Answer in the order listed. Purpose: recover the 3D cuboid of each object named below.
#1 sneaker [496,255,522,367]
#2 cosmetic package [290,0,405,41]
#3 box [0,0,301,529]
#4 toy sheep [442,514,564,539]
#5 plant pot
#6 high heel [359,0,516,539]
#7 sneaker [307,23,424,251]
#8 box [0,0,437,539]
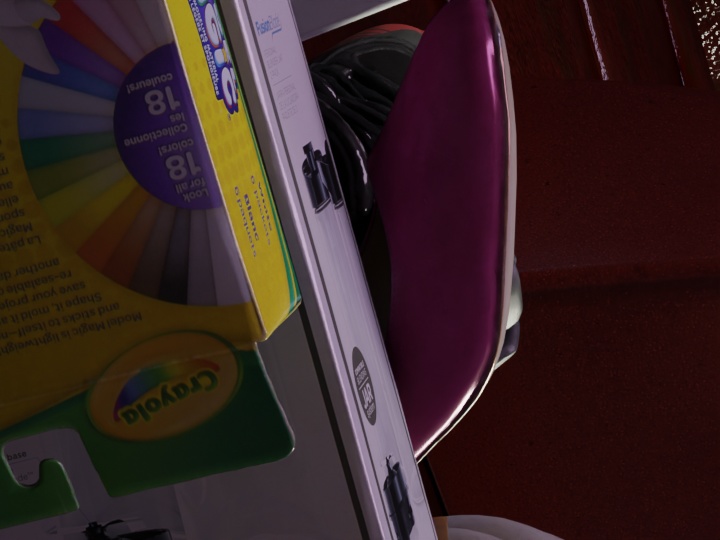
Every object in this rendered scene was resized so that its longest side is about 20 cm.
[{"bbox_3d":[0.000,0.000,0.994,0.200,0.099,0.070,36,42,-66],"label":"sneaker"},{"bbox_3d":[0.000,-0.117,0.894,0.102,0.199,0.074,-59,125,-73],"label":"cosmetic package"},{"bbox_3d":[-0.088,-0.045,0.645,0.048,0.117,0.201,-42,117,-74],"label":"box"},{"bbox_3d":[0.033,0.143,0.939,0.200,0.137,0.139,13,63,-69],"label":"toy sheep"},{"bbox_3d":[0.137,0.031,1.311,0.200,0.175,0.201,-66,140,-55],"label":"plant pot"},{"bbox_3d":[-0.015,0.019,0.772,0.068,0.095,0.201,-92,-170,-57],"label":"high heel"},{"bbox_3d":[-0.011,-0.025,0.865,0.201,0.071,0.098,-50,171,-48],"label":"sneaker"},{"bbox_3d":[-0.056,0.014,0.718,0.060,0.116,0.201,-43,117,-75],"label":"box"}]
